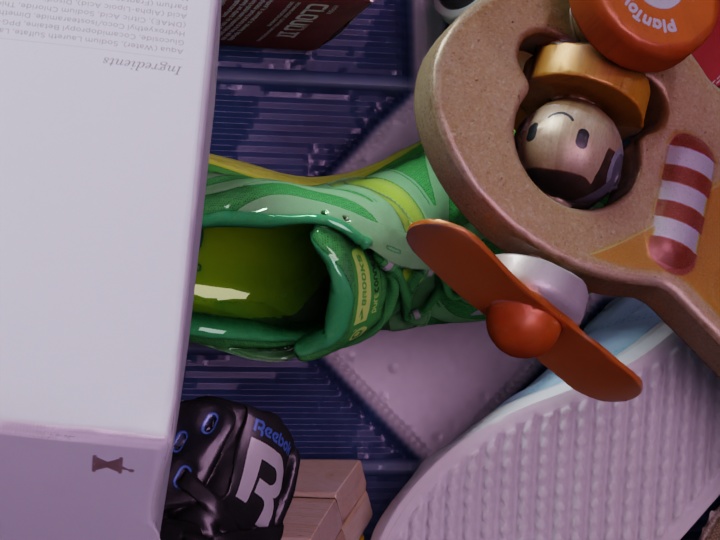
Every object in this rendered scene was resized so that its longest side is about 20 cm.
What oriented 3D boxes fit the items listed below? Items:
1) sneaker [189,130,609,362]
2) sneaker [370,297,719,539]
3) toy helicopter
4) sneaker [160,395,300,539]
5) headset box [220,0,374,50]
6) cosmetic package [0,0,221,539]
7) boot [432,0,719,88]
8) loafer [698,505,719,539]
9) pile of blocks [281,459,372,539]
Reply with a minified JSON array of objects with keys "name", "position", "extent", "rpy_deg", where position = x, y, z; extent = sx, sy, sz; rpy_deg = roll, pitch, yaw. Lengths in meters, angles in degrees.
[{"name":"sneaker","position":[0.000,0.000,0.864],"extent":[0.199,0.084,0.074],"rpy_deg":[-4,120,-13]},{"name":"sneaker","position":[0.086,0.054,0.898],"extent":[0.200,0.082,0.074],"rpy_deg":[-32,97,-7]},{"name":"toy helicopter","position":[0.093,0.000,0.818],"extent":[0.200,0.079,0.132],"rpy_deg":[48,58,-3]},{"name":"sneaker","position":[-0.041,0.098,0.779],"extent":[0.073,0.200,0.112],"rpy_deg":[33,86,-42]},{"name":"headset box","position":[-0.080,-0.156,0.873],"extent":[0.199,0.077,0.149],"rpy_deg":[3,81,-16]},{"name":"cosmetic package","position":[-0.085,-0.012,0.749],"extent":[0.081,0.113,0.200],"rpy_deg":[7,54,-3]},{"name":"boot","position":[0.135,-0.136,0.912],"extent":[0.144,0.072,0.200],"rpy_deg":[29,102,-27]},{"name":"loafer","position":[0.139,0.162,0.862],"extent":[0.067,0.076,0.201],"rpy_deg":[-1,90,-62]},{"name":"pile of blocks","position":[-0.037,0.160,0.856],"extent":[0.062,0.082,0.201],"rpy_deg":[-1,67,25]}]
